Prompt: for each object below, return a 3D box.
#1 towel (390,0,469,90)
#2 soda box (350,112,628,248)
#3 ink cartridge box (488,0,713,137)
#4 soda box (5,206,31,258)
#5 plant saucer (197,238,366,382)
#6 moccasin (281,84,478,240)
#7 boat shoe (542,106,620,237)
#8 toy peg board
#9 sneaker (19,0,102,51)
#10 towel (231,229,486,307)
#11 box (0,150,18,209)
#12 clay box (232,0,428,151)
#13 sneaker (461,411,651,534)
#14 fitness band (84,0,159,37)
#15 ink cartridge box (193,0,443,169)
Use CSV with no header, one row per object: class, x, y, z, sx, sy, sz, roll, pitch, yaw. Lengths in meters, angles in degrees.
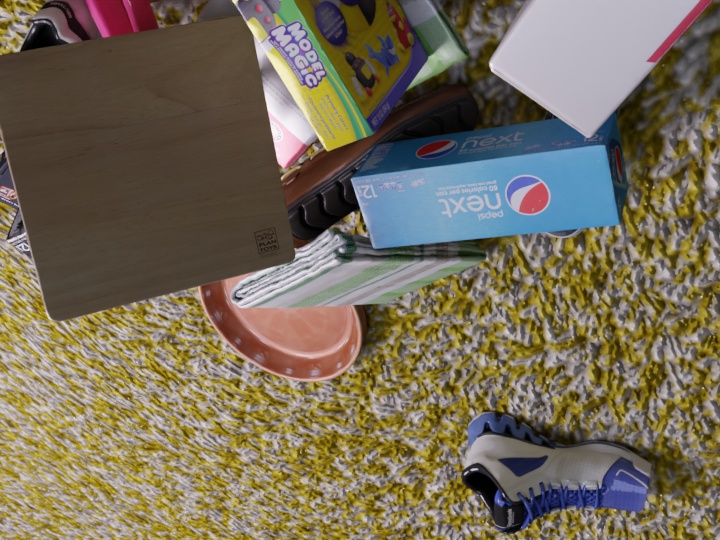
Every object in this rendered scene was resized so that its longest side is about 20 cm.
towel,-0.025,-0.216,0.745,0.149,0.031,0.200,-20,115,39
soda box,0.100,-0.069,0.770,0.200,0.064,0.068,-5,120,25
ink cartridge box,0.176,-0.203,0.635,0.084,0.200,0.145,34,134,-3
soda box,-0.247,-0.064,0.962,0.200,0.063,0.071,-19,138,30
plant saucer,-0.085,0.037,1.087,0.200,0.032,0.200,16,132,18
moccasin,0.011,-0.103,0.874,0.201,0.078,0.074,-34,135,19
boat shoe,0.169,-0.101,0.807,0.072,0.071,0.200,16,131,17
toy peg board,-0.176,-0.086,0.798,0.098,0.200,0.199,-157,54,-68
sneaker,-0.313,-0.199,0.987,0.076,0.088,0.200,32,136,0
towel,0.000,0.000,0.909,0.149,0.200,0.031,-24,74,41
box,-0.262,-0.089,1.024,0.200,0.049,0.161,29,137,-29
clay box,-0.036,-0.196,0.666,0.048,0.115,0.200,-14,120,35
sneaker,0.191,0.229,1.028,0.199,0.115,0.081,13,131,20
fitness band,-0.218,-0.259,0.863,0.200,0.037,0.144,66,157,-3
ink cartridge box,-0.047,-0.205,0.836,0.146,0.085,0.200,43,135,-8
